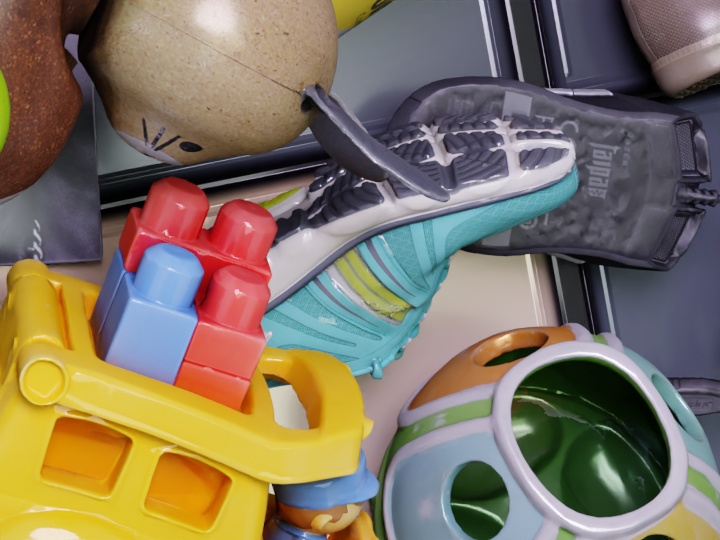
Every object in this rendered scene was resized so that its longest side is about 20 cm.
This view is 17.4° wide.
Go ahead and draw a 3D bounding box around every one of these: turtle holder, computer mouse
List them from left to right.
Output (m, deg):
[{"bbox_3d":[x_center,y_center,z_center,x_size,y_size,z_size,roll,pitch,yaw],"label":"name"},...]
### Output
[{"bbox_3d":[0.080,0.109,0.920,0.140,0.132,0.187,0,62,-9],"label":"turtle holder"},{"bbox_3d":[0.103,-0.011,0.996,0.198,0.046,0.142,2,100,-8],"label":"computer mouse"}]

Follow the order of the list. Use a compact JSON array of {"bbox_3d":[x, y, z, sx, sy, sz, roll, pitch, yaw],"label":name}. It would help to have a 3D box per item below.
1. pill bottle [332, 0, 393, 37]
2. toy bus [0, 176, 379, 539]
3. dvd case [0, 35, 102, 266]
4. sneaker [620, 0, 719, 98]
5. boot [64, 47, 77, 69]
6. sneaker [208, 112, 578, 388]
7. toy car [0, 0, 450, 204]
[{"bbox_3d":[-0.001,-0.164,0.928,0.199,0.112,0.112,-35,101,-14],"label":"pill bottle"},{"bbox_3d":[-0.060,0.072,0.876,0.199,0.136,0.193,22,104,-18],"label":"toy bus"},{"bbox_3d":[-0.179,-0.100,0.922,0.147,0.016,0.202,-3,91,-18],"label":"dvd case"},{"bbox_3d":[0.202,-0.146,1.017,0.199,0.070,0.076,-26,88,-20],"label":"sneaker"},{"bbox_3d":[-0.168,-0.123,0.875,0.155,0.077,0.201,33,83,-13],"label":"boot"},{"bbox_3d":[0.000,0.000,0.937,0.199,0.078,0.080,-26,111,12],"label":"sneaker"},{"bbox_3d":[-0.069,-0.066,0.794,0.199,0.164,0.159,26,93,-17],"label":"toy car"}]
